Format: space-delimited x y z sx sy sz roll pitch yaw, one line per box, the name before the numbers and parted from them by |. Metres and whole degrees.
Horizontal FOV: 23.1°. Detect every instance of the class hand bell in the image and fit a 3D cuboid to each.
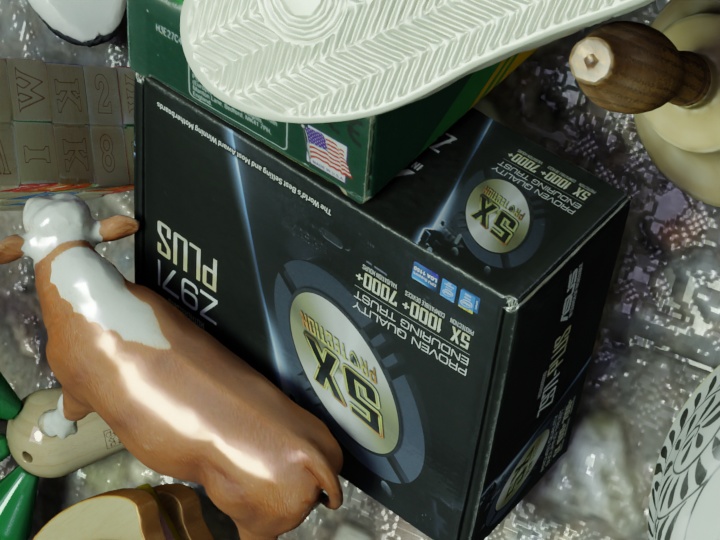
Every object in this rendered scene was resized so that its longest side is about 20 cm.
hand bell | 0.122 -0.072 0.676 0.103 0.200 0.105 2 94 27

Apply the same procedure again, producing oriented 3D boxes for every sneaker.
sneaker | 0.034 -0.104 0.634 0.199 0.085 0.075 -10 102 21

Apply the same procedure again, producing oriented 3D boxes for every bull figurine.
bull figurine | -0.091 0.053 0.785 0.200 0.065 0.122 41 149 16

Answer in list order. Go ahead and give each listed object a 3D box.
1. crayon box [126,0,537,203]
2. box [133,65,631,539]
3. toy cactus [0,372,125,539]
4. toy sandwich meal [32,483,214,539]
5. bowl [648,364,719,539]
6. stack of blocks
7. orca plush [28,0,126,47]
crayon box | 0.014 -0.127 0.738 0.127 0.200 0.051 30 142 22
box | 0.000 0.000 0.768 0.199 0.086 0.164 33 141 22
toy cactus | -0.191 0.092 0.885 0.164 0.102 0.201 -14 109 -10
toy sandwich meal | -0.094 0.206 0.864 0.204 0.070 0.207 14 115 31
bowl | 0.198 0.120 0.706 0.200 0.094 0.202 2 95 27
stack of blocks | -0.183 -0.062 0.838 0.114 0.200 0.059 -7 90 27
orca plush | -0.180 -0.208 0.898 0.105 0.071 0.200 -40 105 -12
